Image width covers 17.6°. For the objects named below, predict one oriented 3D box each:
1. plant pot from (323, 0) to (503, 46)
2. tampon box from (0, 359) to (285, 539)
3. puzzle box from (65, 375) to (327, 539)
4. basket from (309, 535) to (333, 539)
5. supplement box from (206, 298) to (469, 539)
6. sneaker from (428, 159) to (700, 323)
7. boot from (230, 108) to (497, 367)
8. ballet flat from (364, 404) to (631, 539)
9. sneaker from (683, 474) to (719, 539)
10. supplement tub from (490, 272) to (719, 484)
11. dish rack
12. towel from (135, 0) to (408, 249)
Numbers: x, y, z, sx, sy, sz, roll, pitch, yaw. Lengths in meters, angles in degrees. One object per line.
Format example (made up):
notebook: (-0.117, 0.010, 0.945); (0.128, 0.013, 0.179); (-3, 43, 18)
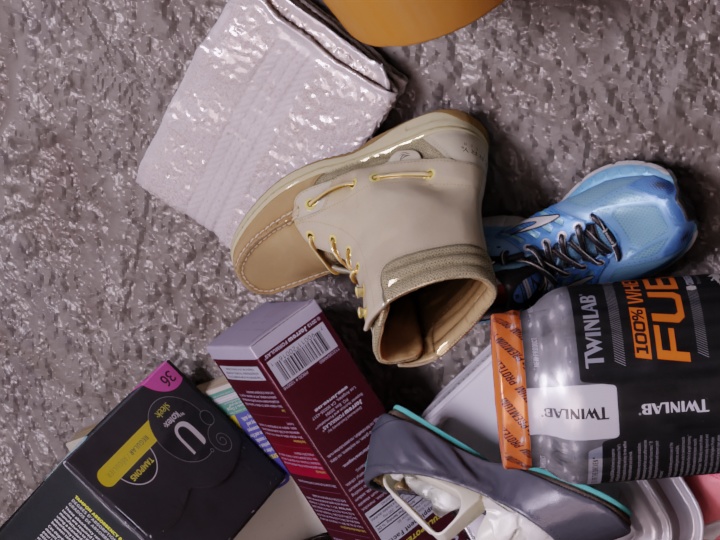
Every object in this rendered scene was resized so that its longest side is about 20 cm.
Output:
plant pot: (0.013, -0.240, 1.353); (0.199, 0.201, 0.184); (-7, 127, 30)
tampon box: (-0.180, 0.192, 1.663); (0.126, 0.150, 0.200); (44, 127, -1)
puzzle box: (-0.111, 0.152, 1.716); (0.199, 0.025, 0.134); (-20, 104, 34)
basket: (-0.061, 0.295, 1.698); (0.136, 0.181, 0.200); (20, 126, -37)
supplement box: (-0.017, 0.118, 1.598); (0.201, 0.061, 0.109); (58, 162, -10)
sneaker: (0.125, -0.003, 1.471); (0.199, 0.090, 0.079); (-23, 104, 33)
boot: (0.000, 0.000, 1.481); (0.199, 0.156, 0.073); (-26, 133, 23)
ballet flat: (0.080, 0.150, 1.485); (0.199, 0.073, 0.073); (21, 125, 36)
sneaker: (0.222, 0.144, 1.526); (0.199, 0.074, 0.087); (-17, 85, 35)
supplement tub: (0.182, 0.066, 1.418); (0.199, 0.123, 0.123); (-5, 116, 0)
dish rack: (0.121, 0.138, 1.531); (0.172, 0.043, 0.201); (-45, 67, 36)
towel: (-0.063, -0.093, 1.555); (0.132, 0.034, 0.200); (36, 126, 6)
